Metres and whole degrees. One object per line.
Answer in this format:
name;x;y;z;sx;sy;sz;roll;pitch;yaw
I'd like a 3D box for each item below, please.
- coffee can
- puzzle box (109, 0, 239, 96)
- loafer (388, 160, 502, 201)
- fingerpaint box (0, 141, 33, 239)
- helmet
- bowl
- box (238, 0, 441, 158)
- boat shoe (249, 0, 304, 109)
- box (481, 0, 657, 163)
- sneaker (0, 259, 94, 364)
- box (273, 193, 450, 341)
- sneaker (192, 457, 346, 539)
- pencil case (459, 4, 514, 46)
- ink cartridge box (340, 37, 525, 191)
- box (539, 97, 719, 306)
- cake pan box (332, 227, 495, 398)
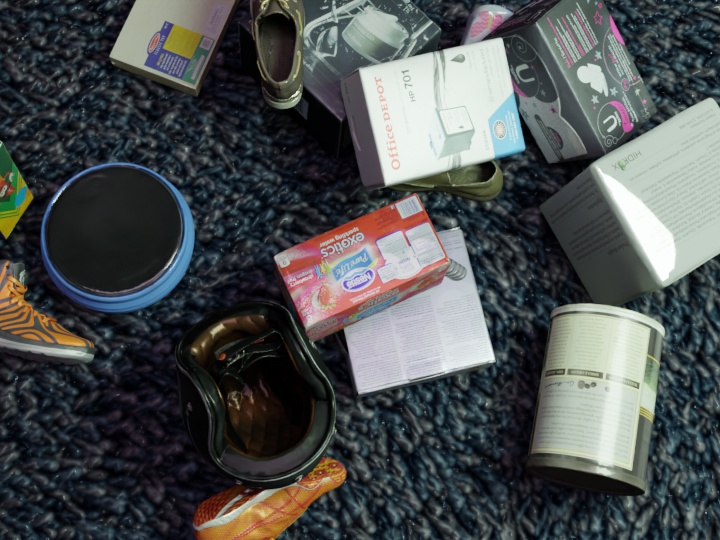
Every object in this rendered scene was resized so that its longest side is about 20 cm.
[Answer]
coffee can;0.291;0.161;1.189;0.144;0.147;0.203;13;73;0
puzzle box;-0.255;-0.357;1.360;0.131;0.025;0.202;21;73;1
loafer;0.101;-0.146;1.305;0.197;0.068;0.077;7;73;-3
fingerpaint box;-0.529;-0.138;1.200;0.198;0.167;0.074;27;71;3
helmet;-0.121;0.155;1.134;0.198;0.200;0.193;-23;117;-11
bowl;-0.317;-0.047;1.254;0.197;0.039;0.204;1;72;-4
box;-0.030;-0.303;1.314;0.200;0.124;0.197;44;73;8
boat shoe;-0.105;-0.309;1.215;0.071;0.060;0.203;-3;75;-3
box;0.274;-0.258;1.279;0.114;0.132;0.201;-39;107;-21
sneaker;-0.420;0.048;1.201;0.197;0.078;0.114;13;74;-1
box;0.000;0.000;1.189;0.198;0.096;0.101;-24;75;-9
sneaker;-0.107;0.286;1.172;0.198;0.073;0.078;-21;112;-17
pencil case;0.168;-0.266;1.338;0.090;0.083;0.203;23;73;-12
ink cartridge box;0.091;-0.196;1.213;0.197;0.086;0.149;-16;96;-18
box;0.376;-0.077;1.233;0.198;0.199;0.173;-28;84;-13
cake pan box;0.059;0.056;1.253;0.197;0.052;0.187;-13;73;-8
